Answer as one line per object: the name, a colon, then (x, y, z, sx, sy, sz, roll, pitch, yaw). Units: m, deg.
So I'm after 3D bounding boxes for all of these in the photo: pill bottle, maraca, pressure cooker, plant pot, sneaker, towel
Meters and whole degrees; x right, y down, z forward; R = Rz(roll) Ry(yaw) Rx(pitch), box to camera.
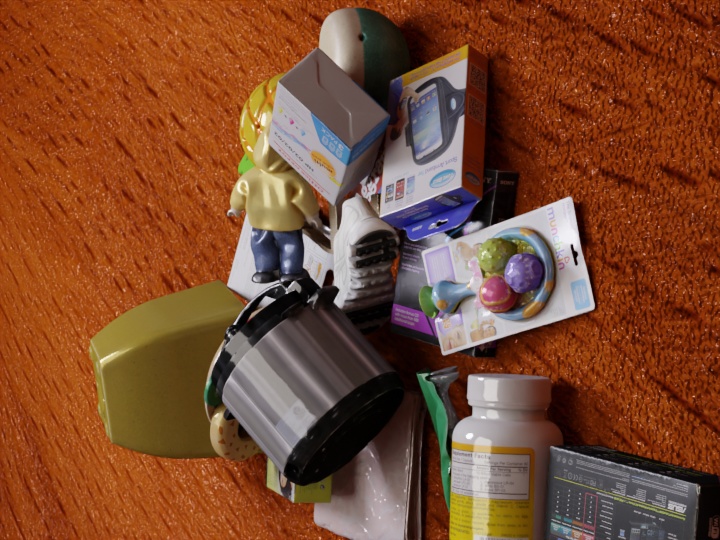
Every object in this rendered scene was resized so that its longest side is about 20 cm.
pill bottle: (0.144, 0.206, 1.382, 0.112, 0.112, 0.203, 0, 88, 57)
maraca: (-0.109, -0.184, 1.813, 0.200, 0.106, 0.138, -30, 40, 55)
pressure cooker: (-0.069, 0.115, 1.570, 0.200, 0.175, 0.179, 46, 162, 18)
plant pot: (-0.251, 0.143, 1.856, 0.194, 0.198, 0.198, -145, 47, -69)
sneaker: (0.000, 0.000, 1.633, 0.201, 0.074, 0.081, 100, 151, -44)
towel: (0.011, 0.230, 1.664, 0.199, 0.032, 0.193, 5, 91, 57)

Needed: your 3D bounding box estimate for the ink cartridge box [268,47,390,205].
ink cartridge box: (-0.041, -0.152, 1.600, 0.115, 0.068, 0.200, 44, 161, 9)

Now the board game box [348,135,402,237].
board game box: (0.043, -0.115, 1.651, 0.201, 0.019, 0.103, -62, 40, 34)

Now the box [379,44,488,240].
box: (0.079, -0.134, 1.509, 0.118, 0.041, 0.202, -20, 54, 40)

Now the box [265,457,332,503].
box: (-0.078, 0.242, 1.729, 0.200, 0.050, 0.076, 161, 112, -77)

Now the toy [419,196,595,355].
toy: (0.137, 0.009, 1.425, 0.199, 0.047, 0.116, -21, 75, 43)

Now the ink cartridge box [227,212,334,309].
ink cartridge box: (-0.082, -0.009, 1.837, 0.199, 0.050, 0.164, 32, 115, 35)

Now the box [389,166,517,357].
box: (0.099, -0.018, 1.527, 0.142, 0.036, 0.202, 14, 98, 50)

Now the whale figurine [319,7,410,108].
whale figurine: (0.002, -0.229, 1.676, 0.200, 0.103, 0.161, 108, 157, -66)

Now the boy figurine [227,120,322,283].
boy figurine: (-0.107, -0.084, 1.719, 0.123, 0.064, 0.202, 1, 101, 21)

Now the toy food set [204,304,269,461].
toy food set: (-0.112, 0.126, 1.716, 0.048, 0.199, 0.200, 33, 137, 38)

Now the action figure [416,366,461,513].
action figure: (0.106, 0.205, 1.473, 0.118, 0.054, 0.202, -60, -42, -83)

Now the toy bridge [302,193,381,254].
toy bridge: (-0.024, -0.054, 1.705, 0.199, 0.027, 0.068, -4, 90, 54)

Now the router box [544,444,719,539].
router box: (0.250, 0.248, 1.259, 0.199, 0.062, 0.152, 8, 93, 57)
